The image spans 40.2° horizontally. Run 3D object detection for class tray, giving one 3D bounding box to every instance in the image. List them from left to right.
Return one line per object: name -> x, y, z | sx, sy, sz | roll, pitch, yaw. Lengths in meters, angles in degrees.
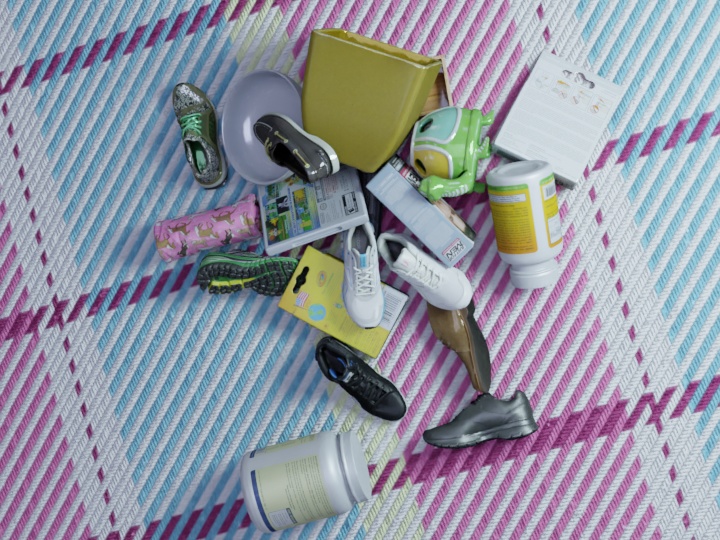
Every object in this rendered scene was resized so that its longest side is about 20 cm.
tray -> 0.059, -0.311, 1.741 | 0.200, 0.037, 0.099 | -10, 88, 6

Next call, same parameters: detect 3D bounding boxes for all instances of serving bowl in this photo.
serving bowl -> -0.153, -0.251, 1.731 | 0.200, 0.066, 0.201 | 4, 96, 37

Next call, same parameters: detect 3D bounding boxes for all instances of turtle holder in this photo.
turtle holder -> 0.151, -0.190, 1.670 | 0.131, 0.141, 0.186 | 8, 78, 9

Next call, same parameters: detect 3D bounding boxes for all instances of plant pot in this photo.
plant pot -> 0.004, -0.278, 1.643 | 0.194, 0.196, 0.200 | 20, 108, 7

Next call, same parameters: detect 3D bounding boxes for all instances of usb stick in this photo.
usb stick -> 0.014, -0.130, 1.748 | 0.055, 0.033, 0.201 | 4, 90, 14

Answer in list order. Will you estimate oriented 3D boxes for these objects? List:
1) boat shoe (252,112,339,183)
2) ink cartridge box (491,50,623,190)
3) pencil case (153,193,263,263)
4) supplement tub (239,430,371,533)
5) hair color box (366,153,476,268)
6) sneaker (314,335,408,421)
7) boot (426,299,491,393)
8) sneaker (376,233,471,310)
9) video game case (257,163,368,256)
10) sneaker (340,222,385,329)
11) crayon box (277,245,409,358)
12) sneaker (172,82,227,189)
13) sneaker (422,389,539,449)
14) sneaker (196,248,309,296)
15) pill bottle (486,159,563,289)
boat shoe -> -0.120, -0.202, 1.609 | 0.061, 0.072, 0.201 | -35, 45, -25
ink cartridge box -> 0.341, -0.261, 1.711 | 0.162, 0.050, 0.200 | 27, 76, 7
pencil case -> -0.271, -0.074, 1.756 | 0.200, 0.087, 0.083 | -16, 65, 7
supplement tub -> -0.093, 0.361, 1.701 | 0.200, 0.145, 0.145 | -16, 88, 7
hair color box -> 0.106, -0.103, 1.681 | 0.200, 0.099, 0.061 | 44, 109, -4
sneaker -> -0.006, 0.197, 1.707 | 0.200, 0.112, 0.073 | 41, 95, 6
boot -> 0.174, 0.122, 1.713 | 0.075, 0.074, 0.200 | -20, 79, 20
sneaker -> 0.099, 0.002, 1.676 | 0.200, 0.099, 0.078 | 35, 98, 28
video game case -> -0.087, -0.127, 1.704 | 0.182, 0.022, 0.200 | -19, 46, 7
sneaker -> 0.000, 0.000, 1.668 | 0.075, 0.087, 0.200 | -8, 84, -4
crayon box -> -0.030, 0.053, 1.737 | 0.200, 0.051, 0.127 | 28, 93, 3
sneaker -> -0.293, -0.246, 1.759 | 0.077, 0.089, 0.200 | -20, 87, 7
sneaker -> 0.204, 0.259, 1.708 | 0.200, 0.076, 0.091 | -11, 78, 0
sneaker -> -0.189, -0.009, 1.750 | 0.199, 0.085, 0.078 | 3, 126, -8
pill bottle -> 0.281, -0.076, 1.657 | 0.111, 0.111, 0.200 | -10, 107, 7
